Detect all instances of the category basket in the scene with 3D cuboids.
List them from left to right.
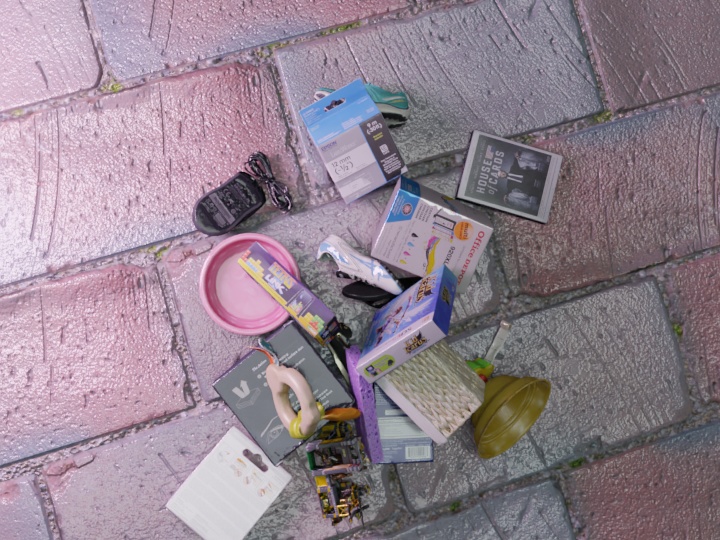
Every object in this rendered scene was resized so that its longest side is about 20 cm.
[{"bbox_3d":[0.133,0.207,1.607,0.123,0.136,0.200,-43,92,16],"label":"basket"}]

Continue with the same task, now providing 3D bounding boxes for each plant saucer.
[{"bbox_3d":[-0.218,0.028,1.676,0.199,0.051,0.202,0,86,-5],"label":"plant saucer"}]

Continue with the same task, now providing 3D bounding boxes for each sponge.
[{"bbox_3d":[0.006,0.256,1.614,0.030,0.112,0.201,-12,113,-10],"label":"sponge"}]

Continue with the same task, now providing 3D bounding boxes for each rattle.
[{"bbox_3d":[-0.103,0.198,1.552,0.142,0.130,0.200,-24,62,-18],"label":"rattle"}]

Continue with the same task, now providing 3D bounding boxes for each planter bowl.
[{"bbox_3d":[0.279,0.270,1.671,0.200,0.201,0.083,-43,55,-7],"label":"planter bowl"}]

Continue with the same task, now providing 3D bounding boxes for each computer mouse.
[{"bbox_3d":[-0.246,-0.134,1.688,0.199,0.053,0.139,-33,91,-18],"label":"computer mouse"}]

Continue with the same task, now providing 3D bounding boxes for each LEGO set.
[{"bbox_3d":[-0.017,0.379,1.609,0.115,0.154,0.201,-11,86,19],"label":"LEGO set"}]

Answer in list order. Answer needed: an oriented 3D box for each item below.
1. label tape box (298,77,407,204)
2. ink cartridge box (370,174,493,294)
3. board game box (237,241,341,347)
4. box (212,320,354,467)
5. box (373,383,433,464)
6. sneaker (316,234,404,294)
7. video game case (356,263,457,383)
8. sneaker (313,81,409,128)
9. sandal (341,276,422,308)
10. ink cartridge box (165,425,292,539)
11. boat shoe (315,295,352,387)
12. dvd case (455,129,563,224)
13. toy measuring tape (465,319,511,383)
[{"bbox_3d":[-0.013,-0.254,1.665,0.143,0.066,0.201,-28,116,1],"label":"label tape box"},{"bbox_3d":[0.139,-0.071,1.653,0.199,0.145,0.148,23,105,-4],"label":"ink cartridge box"},{"bbox_3d":[-0.127,0.047,1.558,0.200,0.165,0.057,43,82,10],"label":"board game box"},{"bbox_3d":[-0.149,0.233,1.634,0.196,0.117,0.200,-38,91,-7],"label":"box"},{"bbox_3d":[0.084,0.284,1.696,0.120,0.032,0.202,0,87,-7],"label":"box"},{"bbox_3d":[0.000,0.000,1.668,0.199,0.072,0.073,31,83,24],"label":"sneaker"},{"bbox_3d":[0.087,0.095,1.541,0.181,0.200,0.045,-35,107,27],"label":"video game case"},{"bbox_3d":[0.002,-0.344,1.725,0.199,0.078,0.080,8,66,-10],"label":"sneaker"},{"bbox_3d":[0.063,0.049,1.696,0.199,0.075,0.048,-3,114,-7],"label":"sandal"},{"bbox_3d":[-0.256,0.431,1.650,0.160,0.047,0.200,41,78,-1],"label":"ink cartridge box"},{"bbox_3d":[-0.047,0.132,1.675,0.063,0.074,0.202,-32,95,-6],"label":"boat shoe"},{"bbox_3d":[0.310,-0.195,1.759,0.199,0.025,0.151,15,84,-5],"label":"dvd case"},{"bbox_3d":[0.238,0.185,1.696,0.073,0.074,0.201,29,89,-3],"label":"toy measuring tape"}]
